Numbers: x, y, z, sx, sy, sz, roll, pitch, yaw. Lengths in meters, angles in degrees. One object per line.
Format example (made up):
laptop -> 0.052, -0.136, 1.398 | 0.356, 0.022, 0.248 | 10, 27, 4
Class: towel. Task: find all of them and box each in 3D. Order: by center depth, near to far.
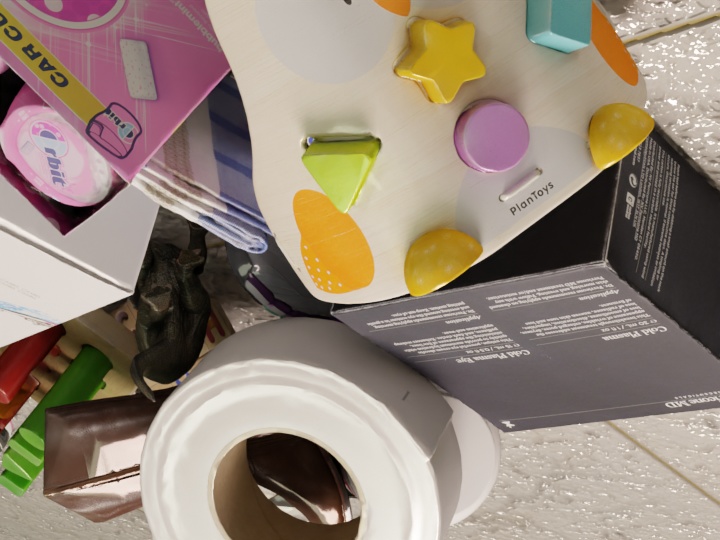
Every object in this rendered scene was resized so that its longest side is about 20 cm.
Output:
towel -> -0.131, -0.094, 0.845 | 0.200, 0.147, 0.024 | 27, 120, -30

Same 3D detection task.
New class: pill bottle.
pill bottle -> 0.040, 0.128, 1.168 | 0.113, 0.113, 0.200 | 15, 176, -5

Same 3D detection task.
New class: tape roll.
tape roll -> -0.037, 0.134, 1.035 | 0.202, 0.071, 0.203 | 5, 111, 14

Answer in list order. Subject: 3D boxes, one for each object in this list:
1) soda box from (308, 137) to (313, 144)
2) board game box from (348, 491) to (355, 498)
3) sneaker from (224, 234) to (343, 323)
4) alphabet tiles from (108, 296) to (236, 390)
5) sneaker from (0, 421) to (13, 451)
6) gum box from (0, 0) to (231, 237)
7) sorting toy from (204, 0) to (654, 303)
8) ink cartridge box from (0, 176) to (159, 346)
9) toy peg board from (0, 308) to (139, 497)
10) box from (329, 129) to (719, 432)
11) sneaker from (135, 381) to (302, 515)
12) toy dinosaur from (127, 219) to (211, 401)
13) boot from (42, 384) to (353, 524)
soda box -> -0.019, -0.107, 0.847 | 0.068, 0.064, 0.200 | 7, 153, 15
board game box -> -0.102, 0.181, 1.506 | 0.199, 0.024, 0.105 | 1, 154, 21
sneaker -> 0.000, 0.000, 1.069 | 0.087, 0.075, 0.200 | -27, 144, 29
alphabet tiles -> -0.139, 0.096, 1.233 | 0.200, 0.008, 0.168 | -31, 88, 49
sneaker -> -0.420, 0.136, 1.486 | 0.200, 0.087, 0.080 | 31, 150, -35
gum box -> -0.162, -0.130, 0.736 | 0.200, 0.114, 0.066 | 46, 137, -11
sorting toy -> 0.023, -0.102, 0.728 | 0.180, 0.200, 0.107 | 55, 175, -21
ink cartridge box -> -0.225, -0.056, 0.947 | 0.146, 0.147, 0.200 | 30, 149, -31
toy peg board -> -0.278, 0.069, 1.207 | 0.199, 0.098, 0.200 | 37, 151, -3
box -> 0.120, 0.008, 0.970 | 0.200, 0.104, 0.182 | -11, 144, 40
sneaker -> -0.106, 0.116, 1.261 | 0.200, 0.076, 0.088 | 31, 150, 20
toy dinosaur -> -0.128, 0.026, 1.091 | 0.077, 0.200, 0.103 | -11, 132, -11
boot -> -0.114, 0.153, 1.133 | 0.199, 0.064, 0.187 | -18, 110, -5
